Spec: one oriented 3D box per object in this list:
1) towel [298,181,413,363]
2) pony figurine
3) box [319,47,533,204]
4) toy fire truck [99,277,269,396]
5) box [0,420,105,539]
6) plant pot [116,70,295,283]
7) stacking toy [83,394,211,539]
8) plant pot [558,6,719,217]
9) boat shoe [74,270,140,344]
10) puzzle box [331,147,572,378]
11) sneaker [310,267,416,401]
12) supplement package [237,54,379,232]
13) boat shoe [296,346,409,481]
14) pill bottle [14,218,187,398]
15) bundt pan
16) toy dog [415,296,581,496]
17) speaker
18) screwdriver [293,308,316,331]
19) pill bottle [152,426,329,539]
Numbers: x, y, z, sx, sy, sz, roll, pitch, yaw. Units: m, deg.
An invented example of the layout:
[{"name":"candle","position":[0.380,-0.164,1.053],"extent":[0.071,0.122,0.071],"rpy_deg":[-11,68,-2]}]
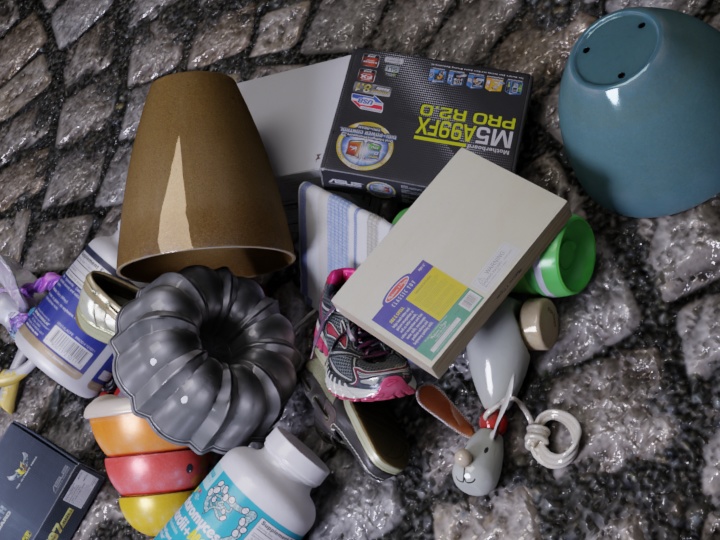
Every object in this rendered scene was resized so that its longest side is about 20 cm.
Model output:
[{"name":"towel","position":[0.000,0.000,1.288],"extent":[0.024,0.147,0.200],"rpy_deg":[-19,30,-34]},{"name":"pony figurine","position":[-0.445,0.051,1.596],"extent":[0.193,0.167,0.200],"rpy_deg":[38,83,14]},{"name":"box","position":[0.072,-0.146,1.316],"extent":[0.199,0.044,0.161],"rpy_deg":[11,63,9]},{"name":"toy fire truck","position":[-0.203,0.087,1.432],"extent":[0.141,0.049,0.201],"rpy_deg":[12,69,43]},{"name":"box","position":[-0.402,0.291,1.445],"extent":[0.157,0.051,0.200],"rpy_deg":[19,74,45]},{"name":"plant pot","position":[-0.169,-0.100,1.318],"extent":[0.186,0.186,0.201],"rpy_deg":[-13,77,31]},{"name":"stacking toy","position":[-0.206,0.223,1.298],"extent":[0.146,0.146,0.201],"rpy_deg":[-10,84,33]},{"name":"plant pot","position":[0.267,-0.170,1.181],"extent":[0.200,0.135,0.201],"rpy_deg":[-20,51,27]},{"name":"boat shoe","position":[-0.202,0.060,1.325],"extent":[0.073,0.200,0.063],"rpy_deg":[-68,3,-49]},{"name":"puzzle box","position":[0.082,-0.011,1.146],"extent":[0.133,0.025,0.200],"rpy_deg":[33,76,36]},{"name":"sneaker","position":[-0.003,0.064,1.195],"extent":[0.200,0.080,0.075],"rpy_deg":[-129,38,-61]},{"name":"supplement package","position":[-0.076,-0.139,1.445],"extent":[0.199,0.111,0.156],"rpy_deg":[-7,57,34]},{"name":"boat shoe","position":[-0.013,0.146,1.233],"extent":[0.066,0.072,0.201],"rpy_deg":[-48,36,13]},{"name":"pill bottle","position":[-0.286,0.035,1.415],"extent":[0.200,0.116,0.116],"rpy_deg":[-51,44,-4]},{"name":"bundt pan","position":[-0.144,0.078,1.252],"extent":[0.076,0.201,0.202],"rpy_deg":[-44,37,43]},{"name":"toy dog","position":[0.116,0.093,1.144],"extent":[0.132,0.096,0.201],"rpy_deg":[-24,49,24]},{"name":"speaker","position":[0.125,-0.021,1.221],"extent":[0.199,0.088,0.089],"rpy_deg":[5,65,40]},{"name":"screwdriver","position":[-0.123,0.107,1.364],"extent":[0.200,0.029,0.028],"rpy_deg":[-46,44,11]},{"name":"pill bottle","position":[-0.120,0.249,1.211],"extent":[0.200,0.111,0.111],"rpy_deg":[-50,44,-2]}]
